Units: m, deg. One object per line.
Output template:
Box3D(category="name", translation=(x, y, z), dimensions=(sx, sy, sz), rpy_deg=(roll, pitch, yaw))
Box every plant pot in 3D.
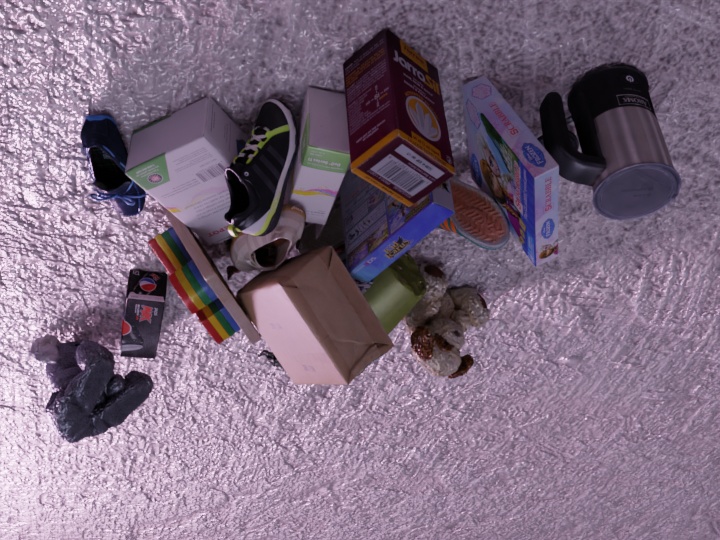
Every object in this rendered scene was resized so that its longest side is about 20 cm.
Box3D(category="plant pot", translation=(0.006, 0.045, 1.573), dimensions=(0.190, 0.201, 0.200), rpy_deg=(-40, 132, 22))

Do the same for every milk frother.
Box3D(category="milk frother", translation=(0.332, -0.152, 1.305), dimensions=(0.179, 0.189, 0.201), rpy_deg=(-3, 144, 1))

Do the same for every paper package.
Box3D(category="paper package", translation=(-0.073, 0.075, 1.396), dimensions=(0.191, 0.103, 0.200), rpy_deg=(57, 153, -9))

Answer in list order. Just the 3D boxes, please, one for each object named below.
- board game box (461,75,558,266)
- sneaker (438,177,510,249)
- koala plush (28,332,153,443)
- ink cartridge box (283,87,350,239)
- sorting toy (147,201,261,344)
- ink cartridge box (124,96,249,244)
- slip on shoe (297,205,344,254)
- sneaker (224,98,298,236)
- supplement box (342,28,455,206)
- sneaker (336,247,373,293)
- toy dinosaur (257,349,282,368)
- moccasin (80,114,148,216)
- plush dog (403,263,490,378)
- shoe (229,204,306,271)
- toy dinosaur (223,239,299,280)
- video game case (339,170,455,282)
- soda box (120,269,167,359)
Box3D(category="board game box", translation=(0.213, -0.139, 1.303), dimensions=(0.041, 0.200, 0.200), rpy_deg=(-25, 143, -6))
Box3D(category="sneaker", translation=(0.153, -0.089, 1.402), dimensions=(0.071, 0.200, 0.080), rpy_deg=(-45, 149, -8))
Box3D(category="koala plush", translation=(-0.531, 0.201, 1.726), dimensions=(0.184, 0.200, 0.177), rpy_deg=(-49, 139, -5))
Box3D(category="ink cartridge box", translation=(-0.069, -0.149, 1.331), dimensions=(0.067, 0.118, 0.200), rpy_deg=(8, 143, -13))
Box3D(category="sorting toy", translation=(-0.260, 0.013, 1.459), dimensions=(0.069, 0.200, 0.199), rpy_deg=(-33, 142, -6))
Box3D(category="ink cartridge box", translation=(-0.223, -0.141, 1.355), dimensions=(0.145, 0.088, 0.200), rpy_deg=(-21, 139, 22))
Box3D(category="slip on shoe", translation=(-0.010, -0.074, 1.494), dimensions=(0.199, 0.074, 0.061), rpy_deg=(-25, 170, 20))
Box3D(category="sneaker", translation=(-0.143, -0.143, 1.269), dimensions=(0.071, 0.201, 0.083), rpy_deg=(4, 175, 45))
Box3D(category="supplement box", translation=(0.048, -0.200, 1.200), dimensions=(0.110, 0.201, 0.085), rpy_deg=(28, 133, -37))
Box3D(category="sneaker", translation=(0.000, 0.000, 1.467), dimensions=(0.199, 0.086, 0.077), rpy_deg=(-22, 165, 26))
Box3D(category="toy dinosaur", translation=(-0.136, 0.100, 1.717), dimensions=(0.199, 0.102, 0.136), rpy_deg=(25, 123, -7))
Box3D(category="moccasin", translation=(-0.373, -0.140, 1.357), dimensions=(0.080, 0.069, 0.200), rpy_deg=(-8, 144, 6))
Box3D(category="plush dog", translation=(0.132, 0.109, 1.658), dimensions=(0.160, 0.173, 0.200), rpy_deg=(-29, 138, 31))
Box3D(category="shoe", translation=(-0.143, -0.035, 1.361), dimensions=(0.070, 0.054, 0.200), rpy_deg=(15, 152, -25))
Box3D(category="toy dinosaur", translation=(-0.155, -0.046, 1.500), dimensions=(0.135, 0.086, 0.200), rpy_deg=(-6, 150, -9))
Box3D(category="video game case", translation=(0.048, -0.108, 1.343), dimensions=(0.045, 0.182, 0.200), rpy_deg=(21, 138, -31))
Box3D(category="soda box", translation=(-0.394, 0.083, 1.667), dimensions=(0.070, 0.064, 0.200), rpy_deg=(6, 142, -14))
